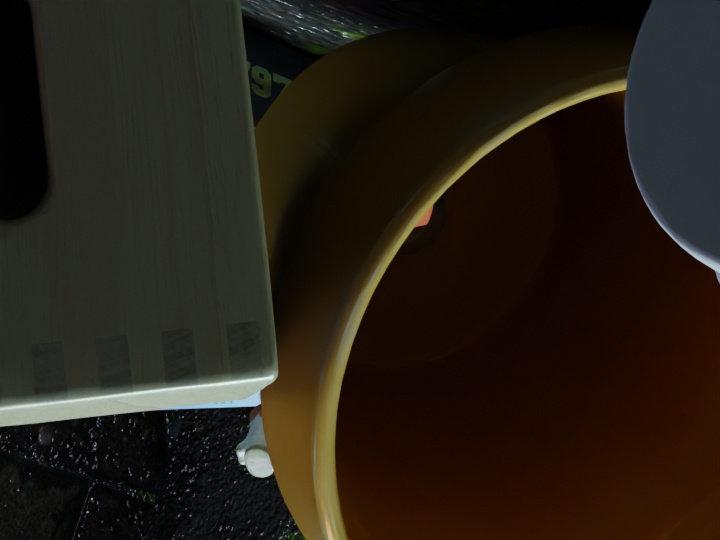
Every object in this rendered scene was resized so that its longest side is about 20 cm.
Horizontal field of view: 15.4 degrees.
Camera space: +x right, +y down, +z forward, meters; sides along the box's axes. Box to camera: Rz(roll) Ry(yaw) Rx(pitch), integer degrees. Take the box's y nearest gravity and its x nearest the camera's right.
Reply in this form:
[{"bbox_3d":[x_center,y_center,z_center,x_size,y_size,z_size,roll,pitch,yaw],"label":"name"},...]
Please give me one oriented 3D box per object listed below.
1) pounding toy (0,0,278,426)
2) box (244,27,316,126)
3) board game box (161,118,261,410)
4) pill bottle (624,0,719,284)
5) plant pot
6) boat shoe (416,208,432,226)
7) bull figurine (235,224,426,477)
[{"bbox_3d":[-0.108,-0.057,0.750,0.141,0.202,0.184,-6,176,-6],"label":"pounding toy"},{"bbox_3d":[-0.115,-0.041,1.100,0.157,0.051,0.200,20,143,-32],"label":"box"},{"bbox_3d":[-0.073,0.002,1.103,0.102,0.020,0.201,-3,148,-1],"label":"board game box"},{"bbox_3d":[0.146,-0.011,0.575,0.112,0.113,0.199,15,174,43],"label":"pill bottle"},{"bbox_3d":[0.046,0.008,0.843,0.199,0.201,0.183,22,-170,-29],"label":"plant pot"},{"bbox_3d":[0.000,0.000,1.176,0.071,0.063,0.199,24,145,-32],"label":"boat shoe"},{"bbox_3d":[0.034,0.014,1.018,0.199,0.122,0.065,-18,110,31],"label":"bull figurine"}]
